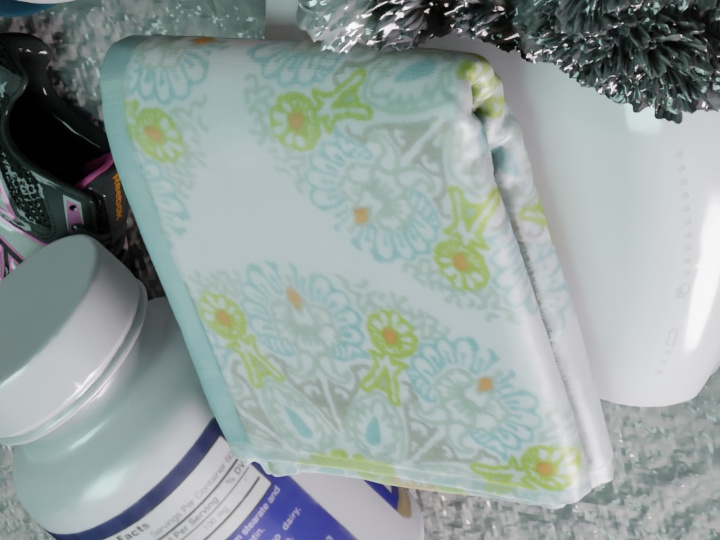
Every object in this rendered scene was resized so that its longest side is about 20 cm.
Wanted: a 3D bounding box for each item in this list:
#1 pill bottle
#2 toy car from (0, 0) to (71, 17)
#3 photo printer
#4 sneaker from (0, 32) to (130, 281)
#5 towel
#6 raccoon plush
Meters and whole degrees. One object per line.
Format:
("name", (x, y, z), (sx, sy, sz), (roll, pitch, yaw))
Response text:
("pill bottle", (-0.078, 0.082, 1.216), (0.120, 0.120, 0.200), (-18, 126, 44))
("toy car", (-0.126, -0.158, 1.058), (0.200, 0.177, 0.185), (0, 132, 35))
("photo printer", (0.061, -0.041, 1.084), (0.200, 0.069, 0.167), (21, 133, 23))
("sneaker", (-0.134, -0.017, 1.251), (0.086, 0.080, 0.200), (-16, 118, 32))
("towel", (0.000, 0.000, 1.079), (0.171, 0.048, 0.200), (4, 128, 34))
("raccoon plush", (0.088, -0.123, 0.929), (0.097, 0.200, 0.134), (58, 147, 35))
